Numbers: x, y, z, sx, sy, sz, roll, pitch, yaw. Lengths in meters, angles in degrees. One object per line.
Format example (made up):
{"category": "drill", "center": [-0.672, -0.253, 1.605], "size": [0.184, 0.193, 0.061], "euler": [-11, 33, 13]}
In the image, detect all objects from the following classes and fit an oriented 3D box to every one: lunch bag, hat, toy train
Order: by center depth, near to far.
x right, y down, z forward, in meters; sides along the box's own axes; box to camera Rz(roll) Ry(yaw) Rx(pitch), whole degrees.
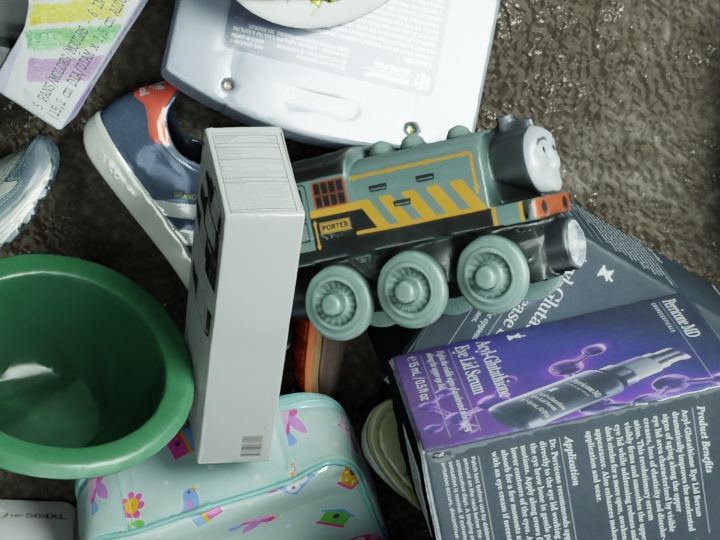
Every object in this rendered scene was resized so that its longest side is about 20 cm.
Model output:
{"category": "toy train", "center": [0.036, -0.025, 1.184], "size": [0.200, 0.085, 0.114], "euler": [-11, 92, 29]}
{"category": "hat", "center": [-0.203, 0.102, 1.233], "size": [0.165, 0.200, 0.176], "euler": [-6, 138, -23]}
{"category": "lunch bag", "center": [-0.087, 0.168, 1.316], "size": [0.199, 0.077, 0.161], "euler": [-18, 142, 3]}

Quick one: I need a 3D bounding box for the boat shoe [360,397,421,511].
{"category": "boat shoe", "center": [0.079, 0.143, 1.341], "size": [0.200, 0.068, 0.075], "euler": [30, 82, -22]}

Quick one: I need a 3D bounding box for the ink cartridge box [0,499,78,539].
{"category": "ink cartridge box", "center": [-0.268, 0.262, 1.345], "size": [0.146, 0.084, 0.201], "euler": [2, 111, -8]}

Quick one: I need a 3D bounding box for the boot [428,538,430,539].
{"category": "boot", "center": [0.020, 0.225, 1.287], "size": [0.211, 0.158, 0.080], "euler": [-25, 86, -31]}

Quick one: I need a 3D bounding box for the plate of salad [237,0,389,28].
{"category": "plate of salad", "center": [-0.004, -0.231, 1.145], "size": [0.200, 0.048, 0.201], "euler": [-20, 128, -28]}

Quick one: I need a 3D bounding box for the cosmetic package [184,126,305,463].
{"category": "cosmetic package", "center": [-0.074, 0.018, 1.183], "size": [0.050, 0.083, 0.200], "euler": [-1, 131, -12]}

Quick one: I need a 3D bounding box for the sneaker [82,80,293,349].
{"category": "sneaker", "center": [-0.088, -0.035, 1.265], "size": [0.084, 0.075, 0.200], "euler": [-34, 112, 7]}

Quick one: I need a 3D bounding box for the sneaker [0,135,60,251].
{"category": "sneaker", "center": [-0.279, -0.028, 1.243], "size": [0.200, 0.078, 0.086], "euler": [-37, 106, 6]}

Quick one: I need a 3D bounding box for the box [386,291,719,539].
{"category": "box", "center": [0.129, 0.103, 1.191], "size": [0.199, 0.148, 0.105], "euler": [-13, 110, -3]}

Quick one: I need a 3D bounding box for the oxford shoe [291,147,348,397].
{"category": "oxford shoe", "center": [0.000, 0.000, 1.292], "size": [0.072, 0.071, 0.201], "euler": [8, 108, -14]}

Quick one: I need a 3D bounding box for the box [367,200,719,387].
{"category": "box", "center": [0.129, 0.040, 1.303], "size": [0.200, 0.107, 0.149], "euler": [29, 104, -17]}

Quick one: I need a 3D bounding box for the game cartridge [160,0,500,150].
{"category": "game cartridge", "center": [-0.018, -0.145, 1.229], "size": [0.199, 0.041, 0.134], "euler": [13, 80, -11]}

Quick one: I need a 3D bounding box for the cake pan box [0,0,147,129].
{"category": "cake pan box", "center": [-0.207, -0.210, 1.183], "size": [0.184, 0.052, 0.200], "euler": [34, 104, -4]}
